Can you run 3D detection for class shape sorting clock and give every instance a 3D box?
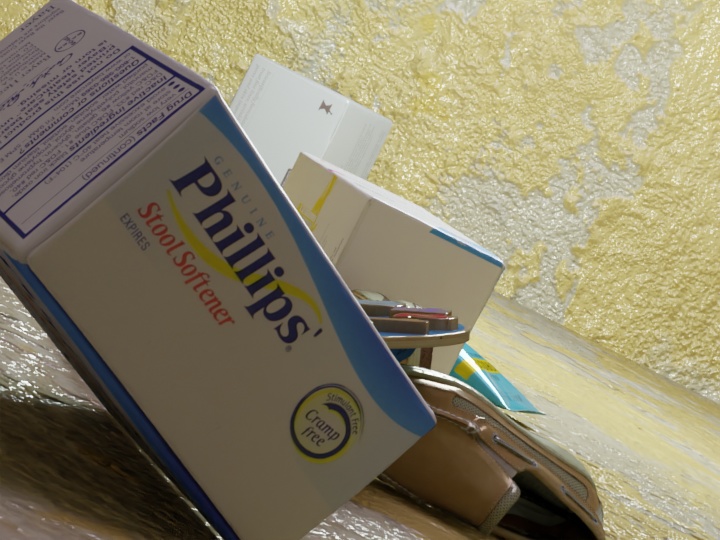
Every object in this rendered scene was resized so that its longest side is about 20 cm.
[{"bbox_3d":[-0.039,0.026,1.132,0.198,0.040,0.200,8,4,-1],"label":"shape sorting clock"}]

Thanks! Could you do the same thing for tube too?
[{"bbox_3d":[0.068,0.070,1.790,0.200,0.051,0.077,35,15,27],"label":"tube"}]

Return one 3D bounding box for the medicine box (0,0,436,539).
[{"bbox_3d":[-0.087,0.000,0.885,0.183,0.103,0.200,56,-10,-29],"label":"medicine box"}]

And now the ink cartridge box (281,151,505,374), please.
[{"bbox_3d":[0.000,0.000,1.634,0.128,0.126,0.200,25,5,-23],"label":"ink cartridge box"}]

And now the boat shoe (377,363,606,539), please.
[{"bbox_3d":[0.066,0.114,1.172,0.199,0.072,0.076,23,22,-29],"label":"boat shoe"}]

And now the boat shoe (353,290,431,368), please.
[{"bbox_3d":[-0.007,0.050,1.417,0.076,0.072,0.200,11,1,-15],"label":"boat shoe"}]

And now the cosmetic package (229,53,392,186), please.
[{"bbox_3d":[-0.084,-0.187,2.955,0.164,0.166,0.200,28,4,20],"label":"cosmetic package"}]
